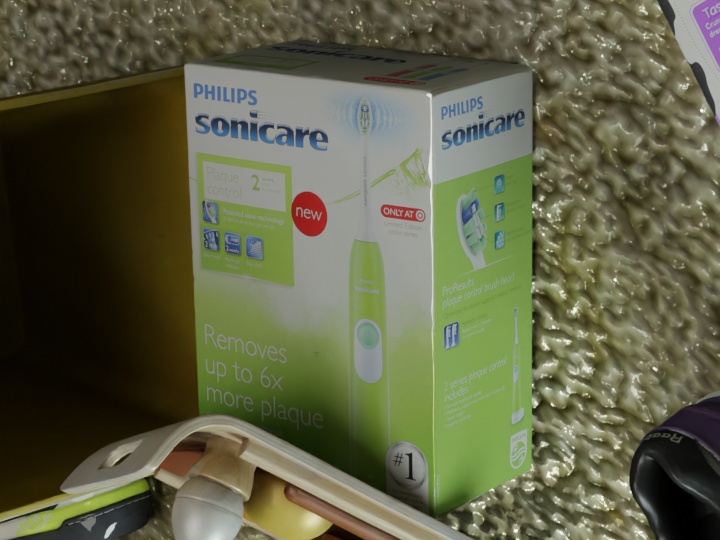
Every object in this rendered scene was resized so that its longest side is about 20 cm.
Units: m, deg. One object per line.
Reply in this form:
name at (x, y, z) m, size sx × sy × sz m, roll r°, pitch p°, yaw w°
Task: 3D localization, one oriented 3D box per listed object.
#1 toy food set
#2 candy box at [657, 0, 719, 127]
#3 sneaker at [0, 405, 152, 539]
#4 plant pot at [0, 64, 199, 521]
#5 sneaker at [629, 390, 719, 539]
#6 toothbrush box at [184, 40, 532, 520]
toy food set at (-0.032, 0.133, 1.066) m, size 0.200 × 0.061 × 0.143 m, roll 29°, pitch 161°, yaw -15°
candy box at (0.192, -0.093, 0.840) m, size 0.071 × 0.168 × 0.200 m, roll -30°, pitch 84°, yaw 39°
sneaker at (-0.198, 0.116, 1.280) m, size 0.200 × 0.072 × 0.083 m, roll -12°, pitch 94°, yaw 30°
plant pot at (-0.193, 0.004, 1.171) m, size 0.176 × 0.200 × 0.201 m, roll 8°, pitch 108°, yaw 51°
sneaker at (0.171, 0.156, 0.979) m, size 0.076 × 0.087 × 0.200 m, roll -30°, pitch 83°, yaw 39°
toothbrush box at (0.000, 0.000, 1.074) m, size 0.145 × 0.086 × 0.201 m, roll 11°, pitch 108°, yaw 36°
